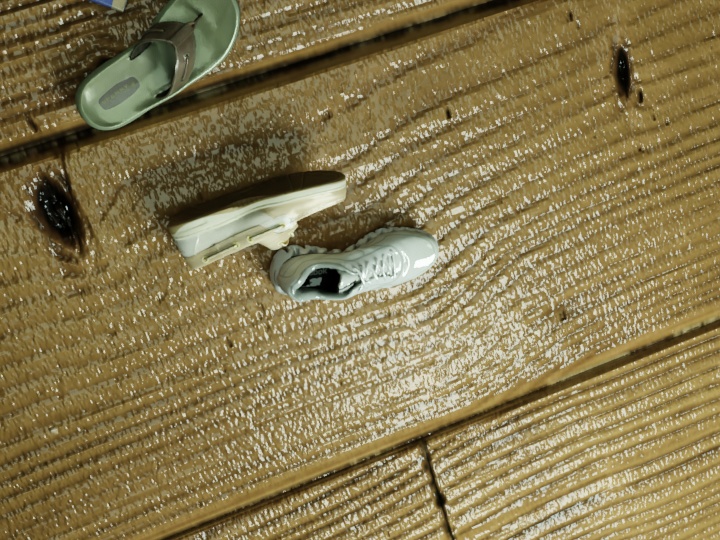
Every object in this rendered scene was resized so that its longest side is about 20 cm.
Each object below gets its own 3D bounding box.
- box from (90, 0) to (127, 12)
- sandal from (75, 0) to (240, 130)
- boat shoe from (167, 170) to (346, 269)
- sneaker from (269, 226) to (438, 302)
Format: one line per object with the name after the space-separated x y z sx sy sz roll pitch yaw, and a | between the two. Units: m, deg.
-0.309 -0.340 0.804 0.200 0.032 0.121 16 102 -18 | box
-0.201 -0.212 0.857 0.201 0.057 0.080 -42 112 0 | sandal
-0.106 -0.055 0.926 0.200 0.074 0.069 -17 113 0 | boat shoe
0.000 0.000 0.964 0.200 0.081 0.075 -12 107 -13 | sneaker
